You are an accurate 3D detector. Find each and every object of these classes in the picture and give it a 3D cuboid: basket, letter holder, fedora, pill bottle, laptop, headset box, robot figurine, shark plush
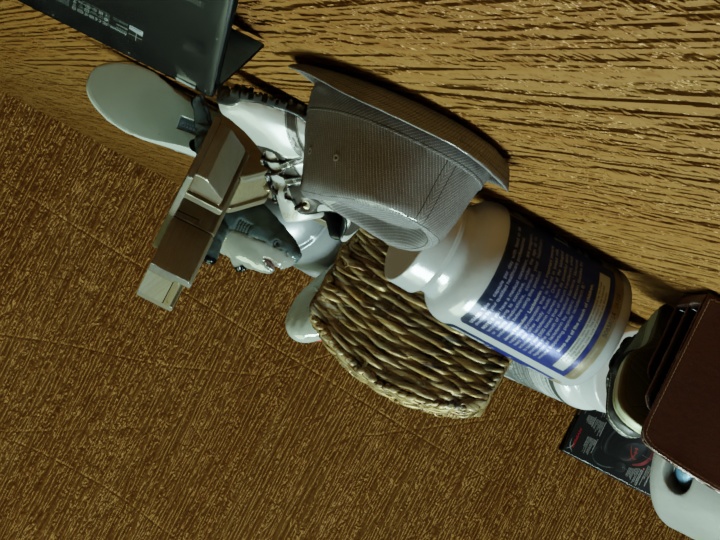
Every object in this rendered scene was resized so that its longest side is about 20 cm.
[{"bbox_3d":[0.052,0.058,1.772,0.199,0.143,0.149,29,175,2],"label":"basket"},{"bbox_3d":[0.335,0.126,1.514,0.199,0.143,0.101,26,177,-1],"label":"letter holder"},{"bbox_3d":[0.014,-0.075,1.338,0.176,0.091,0.200,30,176,-40],"label":"fedora"},{"bbox_3d":[0.127,0.010,1.582,0.199,0.116,0.116,28,177,-19],"label":"pill bottle"},{"bbox_3d":[-0.155,-0.213,1.237,0.186,0.116,0.200,26,148,2],"label":"laptop"},{"bbox_3d":[0.433,0.261,2.855,0.199,0.149,0.075,26,178,2],"label":"headset box"},{"bbox_3d":[0.230,0.086,1.988,0.114,0.114,0.200,29,176,-35],"label":"pill bottle"},{"bbox_3d":[-0.056,-0.061,1.948,0.169,0.114,0.200,-10,157,30],"label":"robot figurine"},{"bbox_3d":[-0.127,-0.084,1.866,0.091,0.083,0.201,35,-147,-60],"label":"shark plush"}]

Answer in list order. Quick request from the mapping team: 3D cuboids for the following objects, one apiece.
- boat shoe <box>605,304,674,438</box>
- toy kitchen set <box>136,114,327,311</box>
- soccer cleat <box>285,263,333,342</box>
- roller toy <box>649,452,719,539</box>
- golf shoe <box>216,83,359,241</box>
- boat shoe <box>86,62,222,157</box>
[{"bbox_3d":[0.252,0.100,1.616,0.072,0.066,0.201,43,-148,-3],"label":"boat shoe"},{"bbox_3d":[-0.086,-0.053,1.735,0.180,0.201,0.163,26,152,-5],"label":"toy kitchen set"},{"bbox_3d":[0.000,0.000,1.909,0.069,0.199,0.078,53,175,30],"label":"soccer cleat"},{"bbox_3d":[0.407,0.210,1.968,0.139,0.200,0.183,23,141,41],"label":"roller toy"},{"bbox_3d":[-0.057,-0.093,1.623,0.199,0.095,0.078,30,176,-32],"label":"golf shoe"},{"bbox_3d":[-0.202,-0.159,1.940,0.200,0.070,0.071,24,172,-13],"label":"boat shoe"}]
